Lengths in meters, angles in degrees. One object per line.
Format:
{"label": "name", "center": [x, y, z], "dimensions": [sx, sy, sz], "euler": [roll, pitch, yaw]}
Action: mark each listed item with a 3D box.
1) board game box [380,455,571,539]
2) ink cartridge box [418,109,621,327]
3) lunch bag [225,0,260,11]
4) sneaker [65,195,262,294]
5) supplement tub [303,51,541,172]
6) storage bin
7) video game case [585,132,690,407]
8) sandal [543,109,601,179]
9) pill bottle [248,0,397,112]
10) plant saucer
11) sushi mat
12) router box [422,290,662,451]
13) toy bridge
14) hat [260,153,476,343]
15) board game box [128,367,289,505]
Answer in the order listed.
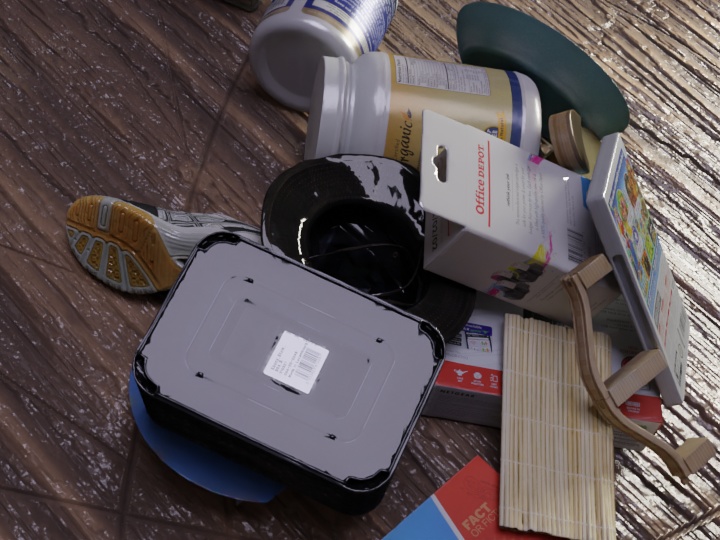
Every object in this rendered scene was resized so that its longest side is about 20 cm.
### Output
{"label": "board game box", "center": [0.108, 0.255, 0.953], "dimensions": [0.200, 0.040, 0.153], "euler": [41, 54, 19]}
{"label": "ink cartridge box", "center": [0.119, -0.043, 1.077], "dimensions": [0.200, 0.068, 0.115], "euler": [22, 49, -21]}
{"label": "lunch bag", "center": [-0.175, -0.389, 1.331], "dimensions": [0.200, 0.164, 0.118], "euler": [21, 55, 3]}
{"label": "sneaker", "center": [-0.155, -0.018, 1.106], "dimensions": [0.200, 0.076, 0.088], "euler": [18, 19, 12]}
{"label": "supplement tub", "center": [0.054, -0.124, 1.183], "dimensions": [0.200, 0.145, 0.145], "euler": [7, 50, -8]}
{"label": "storage bin", "center": [-0.052, 0.077, 0.940], "dimensions": [0.200, 0.094, 0.135], "euler": [24, 69, 6]}
{"label": "video game case", "center": [0.242, -0.003, 1.097], "dimensions": [0.018, 0.200, 0.143], "euler": [-16, 21, 24]}
{"label": "sandal", "center": [0.187, -0.094, 1.195], "dimensions": [0.070, 0.212, 0.078], "euler": [-13, 73, 19]}
{"label": "pill bottle", "center": [-0.028, -0.262, 1.296], "dimensions": [0.116, 0.116, 0.200], "euler": [21, 50, 4]}
{"label": "plant saucer", "center": [0.168, -0.182, 1.248], "dimensions": [0.200, 0.200, 0.036], "euler": [34, 80, 14]}
{"label": "sushi mat", "center": [0.159, 0.124, 1.029], "dimensions": [0.095, 0.012, 0.200], "euler": [10, 54, -5]}
{"label": "router box", "center": [0.156, 0.056, 1.122], "dimensions": [0.200, 0.049, 0.180], "euler": [10, 50, -6]}
{"label": "toy bridge", "center": [0.216, 0.089, 1.031], "dimensions": [0.067, 0.027, 0.200], "euler": [-34, 98, -24]}
{"label": "hat", "center": [0.000, 0.000, 1.087], "dimensions": [0.200, 0.081, 0.201], "euler": [8, 59, -13]}
{"label": "board game box", "center": [-0.089, 0.111, 1.027], "dimensions": [0.158, 0.039, 0.200], "euler": [39, 46, 20]}
